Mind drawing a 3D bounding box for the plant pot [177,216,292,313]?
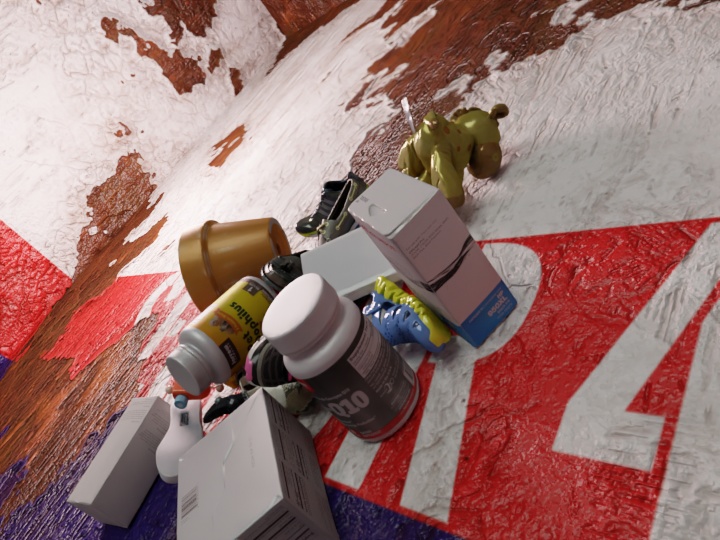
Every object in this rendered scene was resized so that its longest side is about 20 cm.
[{"bbox_3d":[-0.241,-0.020,1.204,0.179,0.203,0.202,-17,34,11],"label":"plant pot"}]

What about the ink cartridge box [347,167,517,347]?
[{"bbox_3d":[0.089,-0.019,0.749,0.084,0.201,0.144,-43,29,-4],"label":"ink cartridge box"}]

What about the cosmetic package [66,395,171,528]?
[{"bbox_3d":[-0.403,0.329,1.029,0.106,0.085,0.203,-14,41,42],"label":"cosmetic package"}]

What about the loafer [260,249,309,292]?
[{"bbox_3d":[-0.128,-0.008,1.071,0.064,0.071,0.200,-54,-2,8],"label":"loafer"}]

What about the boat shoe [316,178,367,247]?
[{"bbox_3d":[-0.047,-0.076,1.077,0.204,0.060,0.072,-57,20,-18],"label":"boat shoe"}]

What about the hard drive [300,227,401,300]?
[{"bbox_3d":[0.000,-0.016,0.948,0.196,0.027,0.134,-24,43,9],"label":"hard drive"}]

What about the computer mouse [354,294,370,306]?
[{"bbox_3d":[0.000,0.000,0.992,0.200,0.053,0.138,-44,29,-2],"label":"computer mouse"}]

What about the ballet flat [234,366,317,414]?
[{"bbox_3d":[-0.140,0.183,0.900,0.074,0.070,0.198,-10,8,-33],"label":"ballet flat"}]

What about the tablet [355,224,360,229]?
[{"bbox_3d":[-0.009,-0.077,1.107,0.199,0.014,0.132,-35,25,40],"label":"tablet"}]

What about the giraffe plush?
[{"bbox_3d":[0.162,-0.198,0.970,0.159,0.205,0.172,-18,19,-18],"label":"giraffe plush"}]

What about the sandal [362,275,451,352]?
[{"bbox_3d":[0.054,0.076,0.807,0.087,0.079,0.200,-49,21,-5],"label":"sandal"}]

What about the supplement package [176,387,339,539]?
[{"bbox_3d":[-0.132,0.280,0.721,0.155,0.111,0.201,-40,28,4],"label":"supplement package"}]

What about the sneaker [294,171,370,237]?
[{"bbox_3d":[-0.065,-0.142,1.234,0.197,0.081,0.075,-30,30,23],"label":"sneaker"}]

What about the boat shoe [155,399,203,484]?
[{"bbox_3d":[-0.290,0.284,0.961,0.070,0.067,0.200,-7,24,-12],"label":"boat shoe"}]

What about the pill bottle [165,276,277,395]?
[{"bbox_3d":[-0.222,0.108,0.972,0.108,0.111,0.200,-8,29,46],"label":"pill bottle"}]

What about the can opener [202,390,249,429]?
[{"bbox_3d":[-0.210,0.223,0.897,0.078,0.064,0.199,-30,1,-28],"label":"can opener"}]

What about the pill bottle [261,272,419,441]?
[{"bbox_3d":[-0.023,0.107,0.721,0.112,0.201,0.115,-30,30,20],"label":"pill bottle"}]

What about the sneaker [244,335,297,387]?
[{"bbox_3d":[-0.066,0.122,0.809,0.086,0.197,0.076,11,97,40],"label":"sneaker"}]

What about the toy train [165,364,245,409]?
[{"bbox_3d":[-0.259,0.151,1.050,0.146,0.057,0.202,1,38,7],"label":"toy train"}]
